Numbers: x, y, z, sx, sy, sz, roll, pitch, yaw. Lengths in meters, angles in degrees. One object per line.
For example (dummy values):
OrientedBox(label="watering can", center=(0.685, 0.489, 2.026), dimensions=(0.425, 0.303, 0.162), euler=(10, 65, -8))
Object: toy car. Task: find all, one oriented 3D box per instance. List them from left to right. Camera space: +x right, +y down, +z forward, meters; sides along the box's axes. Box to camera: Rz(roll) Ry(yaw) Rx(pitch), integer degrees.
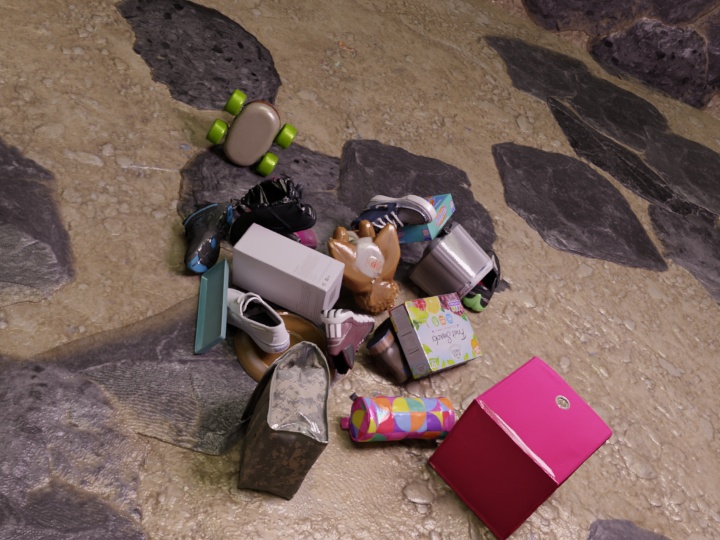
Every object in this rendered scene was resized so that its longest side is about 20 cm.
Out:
OrientedBox(label="toy car", center=(-0.242, -0.339, 1.964), dimensions=(0.164, 0.158, 0.200), euler=(32, 24, -15))

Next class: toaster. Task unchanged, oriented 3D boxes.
OrientedBox(label="toaster", center=(0.194, -0.010, 1.805), dimensions=(0.129, 0.200, 0.114), euler=(45, 58, 5))

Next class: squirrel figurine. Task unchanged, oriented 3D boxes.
OrientedBox(label="squirrel figurine", center=(0.000, 0.000, 1.728), dimensions=(0.141, 0.187, 0.201), euler=(-24, 100, -17))

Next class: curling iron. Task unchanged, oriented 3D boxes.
OrientedBox(label="curling iron", center=(-0.201, -0.100, 1.769), dimensions=(0.199, 0.026, 0.050), euler=(31, 12, 25))

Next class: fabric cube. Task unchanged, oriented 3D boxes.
OrientedBox(label="fabric cube", center=(0.279, 0.309, 1.501), dimensions=(0.199, 0.200, 0.196), euler=(-23, 62, -44))

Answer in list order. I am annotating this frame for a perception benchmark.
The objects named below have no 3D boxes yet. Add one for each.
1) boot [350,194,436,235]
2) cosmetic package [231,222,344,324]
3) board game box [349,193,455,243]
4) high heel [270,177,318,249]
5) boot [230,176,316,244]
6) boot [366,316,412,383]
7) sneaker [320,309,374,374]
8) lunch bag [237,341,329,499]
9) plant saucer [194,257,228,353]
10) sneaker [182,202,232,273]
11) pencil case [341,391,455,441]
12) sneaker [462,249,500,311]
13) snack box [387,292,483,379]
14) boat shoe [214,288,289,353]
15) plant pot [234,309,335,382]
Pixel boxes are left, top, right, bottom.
OrientedBox(label="boot", center=(0.067, -0.103, 1.765), dimensions=(0.090, 0.200, 0.073), euler=(-48, 118, -22))
OrientedBox(label="cosmetic package", center=(-0.141, 0.006, 1.625), dimensions=(0.199, 0.108, 0.085), euler=(26, 50, 10))
OrientedBox(label="board game box", center=(0.091, -0.108, 1.878), dimensions=(0.199, 0.045, 0.152), euler=(-6, 25, 29))
OrientedBox(label="high heel", center=(-0.168, -0.124, 1.815), dimensions=(0.096, 0.068, 0.200), euler=(-2, 50, -48))
OrientedBox(label="boot", center=(-0.188, -0.113, 1.661), dimensions=(0.197, 0.162, 0.074), euler=(-13, 73, 11))
OrientedBox(label="boot", center=(0.079, 0.145, 1.690), dimensions=(0.097, 0.075, 0.200), euler=(54, 30, -6))
OrientedBox(label="sneaker", center=(-0.027, 0.138, 1.604), dimensions=(0.200, 0.075, 0.116), euler=(22, 66, -68))
OrientedBox(label="lunch bag", center=(-0.123, 0.231, 1.371), dimensions=(0.117, 0.164, 0.201), euler=(18, 39, -16))
OrientedBox(label="plant saucer", center=(-0.268, 0.065, 1.554), dimensions=(0.019, 0.070, 0.201), euler=(38, 29, -35))
OrientedBox(label="sneaker", center=(-0.315, -0.064, 1.677), dimensions=(0.081, 0.074, 0.200), euler=(6, 36, 7))
OrientedBox(label="pencil case", center=(0.071, 0.264, 1.520), dimensions=(0.199, 0.089, 0.089), euler=(6, 43, -27))
OrientedBox(label="sneaker", center=(0.289, 0.013, 1.931), dimensions=(0.076, 0.084, 0.200), euler=(27, 38, -3))
OrientedBox(label="snack box", center=(0.150, 0.125, 1.678), dimensions=(0.200, 0.053, 0.143), euler=(-8, 74, -53))
OrientedBox(label="boat shoe", center=(-0.197, 0.072, 1.543), dimensions=(0.200, 0.066, 0.073), euler=(30, 46, 35))
OrientedBox(label="plant pot", center=(-0.133, 0.143, 1.575), dimensions=(0.199, 0.028, 0.201), euler=(17, 40, -15))
